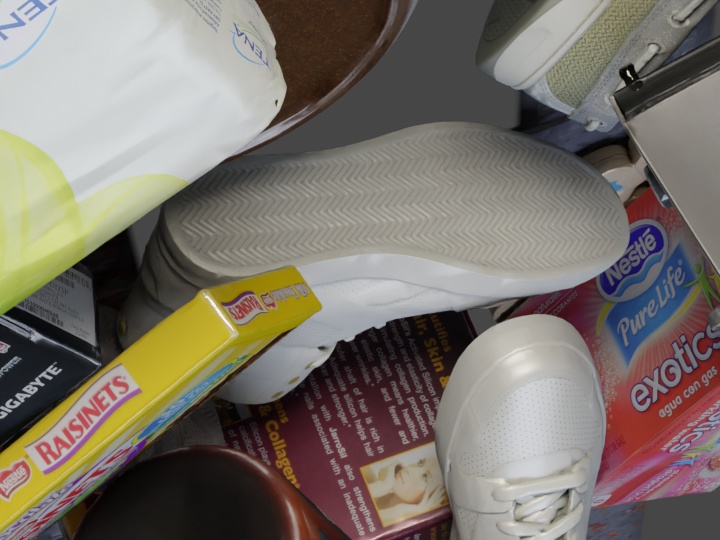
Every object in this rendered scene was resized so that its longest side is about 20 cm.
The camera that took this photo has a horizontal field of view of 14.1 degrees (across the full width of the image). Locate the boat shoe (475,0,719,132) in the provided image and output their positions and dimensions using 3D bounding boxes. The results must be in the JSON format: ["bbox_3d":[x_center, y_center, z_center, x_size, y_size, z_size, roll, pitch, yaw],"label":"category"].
[{"bbox_3d":[0.119,-0.115,1.002,0.065,0.075,0.202,33,134,-17],"label":"boat shoe"}]

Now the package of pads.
[{"bbox_3d":[-0.140,-0.049,0.861,0.200,0.068,0.154,-34,133,15],"label":"package of pads"}]

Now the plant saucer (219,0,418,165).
[{"bbox_3d":[-0.060,-0.081,0.989,0.200,0.032,0.200,-20,156,-9],"label":"plant saucer"}]

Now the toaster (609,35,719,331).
[{"bbox_3d":[0.202,-0.050,1.006,0.200,0.119,0.181,-28,171,10],"label":"toaster"}]

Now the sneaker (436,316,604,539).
[{"bbox_3d":[0.079,0.122,1.182,0.074,0.116,0.200,-12,133,-13],"label":"sneaker"}]

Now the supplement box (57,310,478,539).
[{"bbox_3d":[-0.033,0.095,1.290,0.200,0.111,0.086,-20,157,-8],"label":"supplement box"}]

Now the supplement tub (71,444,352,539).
[{"bbox_3d":[-0.031,0.153,1.165,0.107,0.107,0.200,-28,145,10],"label":"supplement tub"}]

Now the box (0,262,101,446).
[{"bbox_3d":[-0.213,0.039,1.020,0.159,0.046,0.200,28,127,-36],"label":"box"}]

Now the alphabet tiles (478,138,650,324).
[{"bbox_3d":[0.145,-0.025,1.319,0.195,0.015,0.200,-28,156,12],"label":"alphabet tiles"}]

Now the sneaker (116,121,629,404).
[{"bbox_3d":[0.000,0.000,1.177,0.200,0.074,0.116,-1,152,-22],"label":"sneaker"}]

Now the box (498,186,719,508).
[{"bbox_3d":[0.163,0.016,1.284,0.102,0.095,0.200,-3,150,-39],"label":"box"}]

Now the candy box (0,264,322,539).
[{"bbox_3d":[-0.108,0.070,1.070,0.200,0.026,0.102,-39,172,16],"label":"candy box"}]

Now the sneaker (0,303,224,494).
[{"bbox_3d":[-0.153,0.065,1.177,0.112,0.078,0.200,-33,145,31],"label":"sneaker"}]
